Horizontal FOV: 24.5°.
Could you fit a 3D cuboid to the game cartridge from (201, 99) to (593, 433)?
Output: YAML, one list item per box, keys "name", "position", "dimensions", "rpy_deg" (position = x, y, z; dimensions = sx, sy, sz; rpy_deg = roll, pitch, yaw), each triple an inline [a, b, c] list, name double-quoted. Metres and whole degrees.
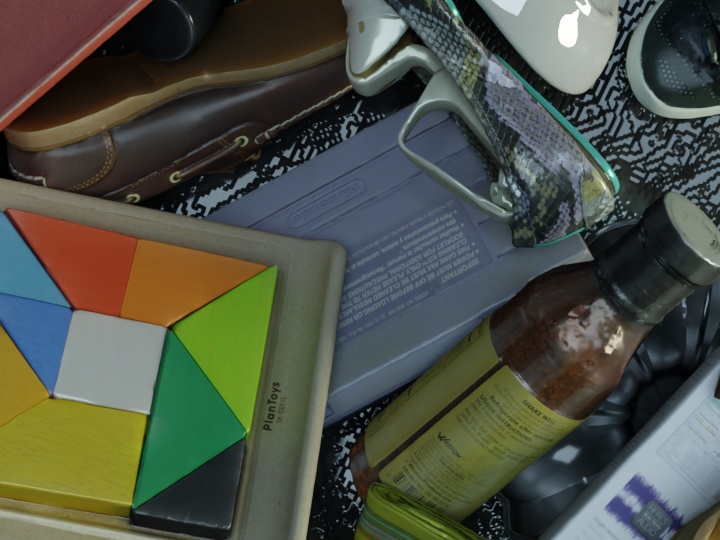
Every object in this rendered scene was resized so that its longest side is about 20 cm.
- name: "game cartridge"
  position: [0.000, 0.000, 0.802]
  dimensions: [0.199, 0.038, 0.130]
  rpy_deg: [-28, 62, 2]

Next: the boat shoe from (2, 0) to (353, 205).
- name: "boat shoe"
  position: [-0.077, -0.081, 0.820]
  dimensions: [0.199, 0.071, 0.071]
  rpy_deg: [-19, 127, -7]

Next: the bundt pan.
- name: "bundt pan"
  position: [0.153, 0.073, 0.804]
  dimensions: [0.200, 0.076, 0.204]
  rpy_deg: [0, 91, 2]

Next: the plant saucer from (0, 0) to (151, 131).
- name: "plant saucer"
  position: [-0.175, -0.156, 0.771]
  dimensions: [0.199, 0.037, 0.201]
  rpy_deg: [-35, 64, 24]

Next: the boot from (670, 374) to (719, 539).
- name: "boot"
  position: [0.203, 0.127, 0.693]
  dimensions: [0.143, 0.071, 0.202]
  rpy_deg: [18, 86, 5]

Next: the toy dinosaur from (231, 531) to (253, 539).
- name: "toy dinosaur"
  position: [-0.038, 0.169, 0.753]
  dimensions: [0.136, 0.102, 0.200]
  rpy_deg: [-42, 72, 17]

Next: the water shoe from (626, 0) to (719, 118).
- name: "water shoe"
  position: [0.222, -0.135, 0.798]
  dimensions: [0.199, 0.079, 0.072]
  rpy_deg: [-23, 89, 2]

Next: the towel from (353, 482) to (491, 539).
- name: "towel"
  position: [0.020, 0.192, 0.780]
  dimensions: [0.086, 0.018, 0.201]
  rpy_deg: [29, 127, 20]

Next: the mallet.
- name: "mallet"
  position: [-0.156, -0.143, 0.825]
  dimensions: [0.199, 0.066, 0.041]
  rpy_deg: [10, 129, 23]

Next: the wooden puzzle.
- name: "wooden puzzle"
  position: [-0.114, 0.047, 0.734]
  dimensions: [0.198, 0.037, 0.186]
  rpy_deg: [9, 60, -1]

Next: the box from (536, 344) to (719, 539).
- name: "box"
  position: [0.181, 0.120, 0.748]
  dimensions: [0.144, 0.036, 0.200]
  rpy_deg: [44, 93, 1]

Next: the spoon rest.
- name: "spoon rest"
  position: [0.062, -0.163, 0.769]
  dimensions: [0.060, 0.200, 0.100]
  rpy_deg: [-15, 45, 30]

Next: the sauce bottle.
- name: "sauce bottle"
  position: [0.078, 0.044, 0.733]
  dimensions: [0.066, 0.066, 0.200]
  rpy_deg: [49, 120, 2]

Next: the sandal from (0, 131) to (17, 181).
- name: "sandal"
  position: [-0.223, -0.039, 0.834]
  dimensions: [0.200, 0.043, 0.076]
  rpy_deg: [-36, 89, 2]

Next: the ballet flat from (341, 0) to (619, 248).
- name: "ballet flat"
  position: [0.034, -0.090, 0.758]
  dimensions: [0.072, 0.072, 0.201]
  rpy_deg: [-38, 76, 2]
